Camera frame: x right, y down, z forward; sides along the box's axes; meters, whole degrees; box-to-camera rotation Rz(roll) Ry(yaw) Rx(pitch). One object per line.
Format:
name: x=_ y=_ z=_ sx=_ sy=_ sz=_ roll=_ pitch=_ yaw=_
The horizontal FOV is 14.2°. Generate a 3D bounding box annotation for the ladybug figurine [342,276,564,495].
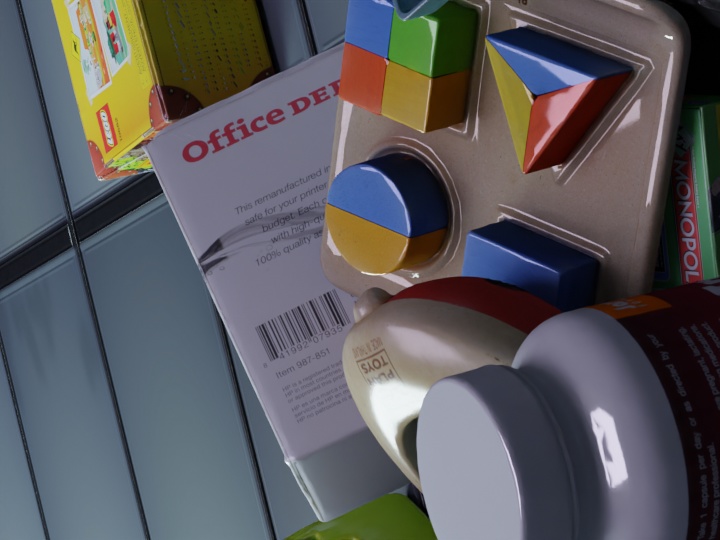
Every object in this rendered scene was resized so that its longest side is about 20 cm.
ladybug figurine: x=0.078 y=0.070 z=1.231 sx=0.200 sy=0.072 sz=0.136 roll=44 pitch=149 yaw=-13

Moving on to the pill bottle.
pill bottle: x=0.129 y=0.061 z=1.115 sx=0.113 sy=0.200 sz=0.113 roll=41 pitch=137 yaw=54

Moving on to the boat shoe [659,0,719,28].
boat shoe: x=0.126 y=-0.141 z=1.202 sx=0.201 sy=0.063 sz=0.074 roll=36 pitch=131 yaw=55

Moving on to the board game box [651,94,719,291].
board game box: x=0.121 y=0.021 z=1.286 sx=0.135 sy=0.029 sz=0.200 roll=6 pitch=107 yaw=48

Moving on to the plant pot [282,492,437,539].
plant pot: x=-0.018 y=0.266 z=1.575 sx=0.200 sy=0.181 sz=0.199 roll=-132 pitch=37 yaw=-50

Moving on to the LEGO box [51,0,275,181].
LEGO box: x=-0.129 y=-0.171 z=1.740 sx=0.149 sy=0.077 sz=0.200 roll=-27 pitch=76 yaw=66

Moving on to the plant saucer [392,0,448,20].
plant saucer: x=0.083 y=-0.184 z=1.197 sx=0.200 sy=0.019 sz=0.070 roll=-38 pitch=50 yaw=27

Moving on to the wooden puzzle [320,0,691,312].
wooden puzzle: x=0.051 y=-0.046 z=1.270 sx=0.185 sy=0.046 sz=0.200 roll=24 pitch=123 yaw=36

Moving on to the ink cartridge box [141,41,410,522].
ink cartridge box: x=0.000 y=0.000 z=1.428 sx=0.084 sy=0.145 sz=0.200 roll=68 pitch=177 yaw=-61
